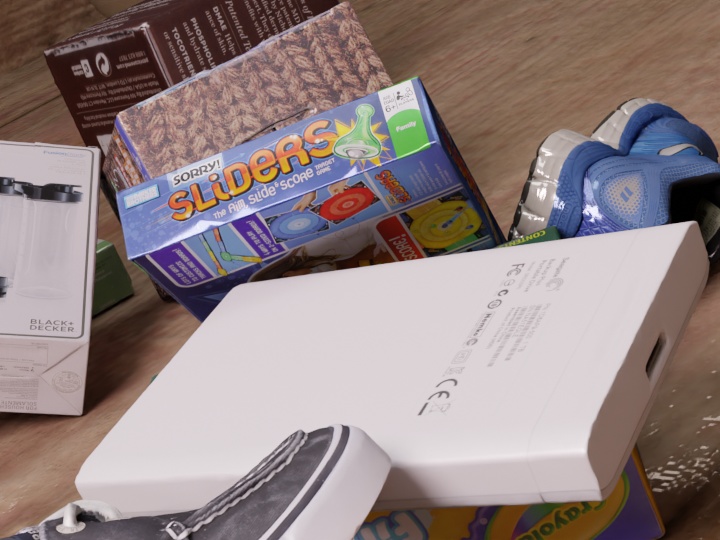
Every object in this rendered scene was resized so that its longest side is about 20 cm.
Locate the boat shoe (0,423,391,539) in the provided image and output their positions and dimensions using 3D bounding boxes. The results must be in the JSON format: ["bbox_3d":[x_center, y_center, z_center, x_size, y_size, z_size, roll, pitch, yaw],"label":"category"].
[{"bbox_3d":[-0.073,0.094,0.410,0.200,0.068,0.072,-40,-1,-30],"label":"boat shoe"}]

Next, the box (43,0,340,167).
[{"bbox_3d":[-0.126,-0.162,1.306,0.166,0.164,0.200,-2,27,49],"label":"box"}]

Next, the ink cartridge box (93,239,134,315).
[{"bbox_3d":[-0.274,0.022,1.155,0.145,0.048,0.200,-32,22,-23],"label":"ink cartridge box"}]

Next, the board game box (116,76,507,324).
[{"bbox_3d":[-0.005,-0.003,0.687,0.135,0.035,0.200,-20,-27,9],"label":"board game box"}]

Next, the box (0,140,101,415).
[{"bbox_3d":[-0.223,-0.002,0.951,0.116,0.060,0.200,3,39,-11],"label":"box"}]

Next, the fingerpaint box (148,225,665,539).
[{"bbox_3d":[0.005,0.070,0.612,0.200,0.073,0.167,-21,18,9],"label":"fingerpaint box"}]

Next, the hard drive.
[{"bbox_3d":[0.011,0.037,0.539,0.200,0.027,0.132,-8,28,33],"label":"hard drive"}]

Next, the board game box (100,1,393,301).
[{"bbox_3d":[-0.072,-0.070,0.982,0.159,0.097,0.200,-28,-1,-15],"label":"board game box"}]

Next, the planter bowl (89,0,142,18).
[{"bbox_3d":[-0.384,-0.497,2.672,0.200,0.135,0.200,-21,18,7],"label":"planter bowl"}]

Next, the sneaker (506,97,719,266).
[{"bbox_3d":[0.145,-0.030,0.750,0.089,0.079,0.200,26,24,19],"label":"sneaker"}]
